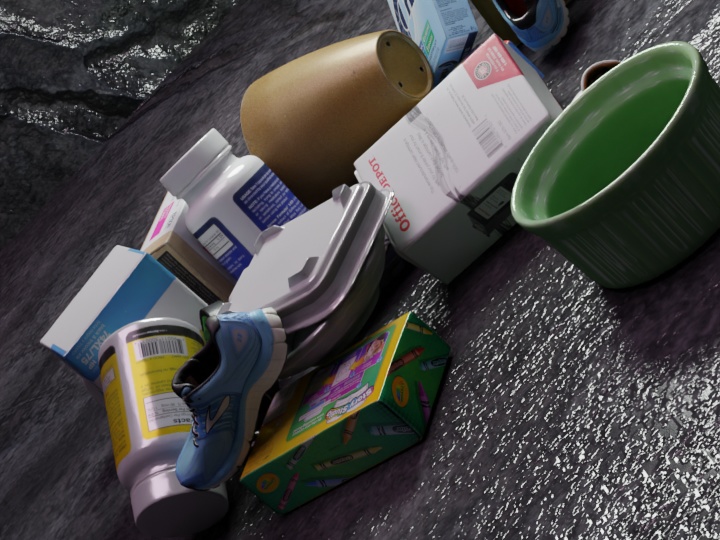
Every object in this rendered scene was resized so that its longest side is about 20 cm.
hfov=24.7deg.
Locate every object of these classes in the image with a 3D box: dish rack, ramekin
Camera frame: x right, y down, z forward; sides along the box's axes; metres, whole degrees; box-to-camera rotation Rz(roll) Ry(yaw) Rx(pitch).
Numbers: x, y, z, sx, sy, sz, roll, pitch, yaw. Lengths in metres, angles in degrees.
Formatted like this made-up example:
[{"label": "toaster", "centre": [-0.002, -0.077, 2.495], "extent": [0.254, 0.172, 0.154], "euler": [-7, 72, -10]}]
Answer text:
[{"label": "dish rack", "centre": [-0.063, -0.006, 1.597], "extent": [0.199, 0.043, 0.172], "euler": [-27, 30, 47]}, {"label": "ramekin", "centre": [0.228, -0.081, 1.349], "extent": [0.200, 0.098, 0.200], "euler": [-41, 20, 18]}]

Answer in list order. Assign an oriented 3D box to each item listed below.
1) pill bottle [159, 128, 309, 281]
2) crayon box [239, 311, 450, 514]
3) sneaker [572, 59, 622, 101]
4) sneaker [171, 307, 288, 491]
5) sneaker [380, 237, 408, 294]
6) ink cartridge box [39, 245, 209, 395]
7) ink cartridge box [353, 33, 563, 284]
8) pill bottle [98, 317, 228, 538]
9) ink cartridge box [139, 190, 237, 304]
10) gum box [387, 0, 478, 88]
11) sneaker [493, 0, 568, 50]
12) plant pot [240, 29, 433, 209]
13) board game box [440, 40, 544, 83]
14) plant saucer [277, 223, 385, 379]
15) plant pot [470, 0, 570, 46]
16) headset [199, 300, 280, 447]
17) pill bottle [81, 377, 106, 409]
[{"label": "pill bottle", "centre": [-0.135, -0.063, 1.929], "extent": [0.120, 0.200, 0.120], "euler": [-42, 6, 6]}, {"label": "crayon box", "centre": [-0.015, 0.133, 1.516], "extent": [0.199, 0.058, 0.119], "euler": [-33, 24, 38]}, {"label": "sneaker", "centre": [0.234, -0.168, 1.535], "extent": [0.073, 0.085, 0.200], "euler": [-50, 17, -4]}, {"label": "sneaker", "centre": [-0.142, 0.116, 1.535], "extent": [0.079, 0.089, 0.201], "euler": [56, 131, 51]}, {"label": "sneaker", "centre": [0.000, 0.000, 1.743], "extent": [0.199, 0.080, 0.078], "euler": [-23, 8, -7]}, {"label": "ink cartridge box", "centre": [-0.227, 0.093, 1.845], "extent": [0.146, 0.200, 0.147], "euler": [-52, 19, -10]}, {"label": "ink cartridge box", "centre": [0.107, -0.108, 1.622], "extent": [0.200, 0.083, 0.146], "euler": [-42, 44, 16]}, {"label": "pill bottle", "centre": [-0.198, 0.160, 1.671], "extent": [0.114, 0.114, 0.201], "euler": [-36, 52, 29]}, {"label": "ink cartridge box", "centre": [-0.177, -0.020, 2.018], "extent": [0.075, 0.165, 0.201], "euler": [-36, 22, 31]}, {"label": "gum box", "centre": [0.075, -0.329, 1.971], "extent": [0.044, 0.202, 0.170], "euler": [-15, -17, -12]}, {"label": "sneaker", "centre": [0.169, -0.348, 1.843], "extent": [0.078, 0.201, 0.090], "euler": [-30, -17, 22]}, {"label": "plant pot", "centre": [-0.011, -0.197, 1.972], "extent": [0.199, 0.186, 0.187], "euler": [-31, 24, 40]}, {"label": "board game box", "centre": [0.098, -0.162, 1.816], "extent": [0.196, 0.056, 0.200], "euler": [-47, 9, 0]}, {"label": "plant saucer", "centre": [-0.033, 0.037, 1.602], "extent": [0.200, 0.050, 0.201], "euler": [-45, 18, 18]}, {"label": "plant pot", "centre": [0.186, -0.428, 1.985], "extent": [0.195, 0.200, 0.195], "euler": [-39, 20, 25]}, {"label": "headset", "centre": [-0.128, 0.118, 1.703], "extent": [0.093, 0.124, 0.200], "euler": [-25, 39, -15]}, {"label": "pill bottle", "centre": [-0.254, 0.082, 2.062], "extent": [0.112, 0.112, 0.201], "euler": [-21, 32, 53]}]
